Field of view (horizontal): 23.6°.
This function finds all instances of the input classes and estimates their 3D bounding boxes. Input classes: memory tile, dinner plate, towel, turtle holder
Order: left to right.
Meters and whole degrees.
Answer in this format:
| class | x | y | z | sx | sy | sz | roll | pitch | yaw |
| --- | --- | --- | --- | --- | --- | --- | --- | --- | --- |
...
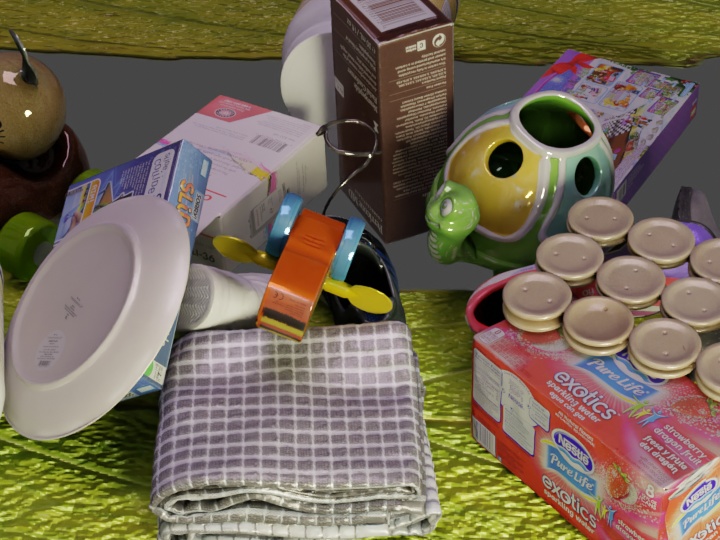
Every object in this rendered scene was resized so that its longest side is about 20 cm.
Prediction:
| class | x | y | z | sx | sy | sz | roll | pitch | yaw |
| --- | --- | --- | --- | --- | --- | --- | --- | --- | --- |
| dinner plate | -0.203 | 0.028 | 1.255 | 0.200 | 0.024 | 0.201 | -27 | 46 | 32 |
| towel | -0.047 | 0.115 | 1.222 | 0.199 | 0.086 | 0.166 | -3 | 38 | -1 |
| turtle holder | 0.119 | -0.073 | 1.385 | 0.185 | 0.132 | 0.141 | -2 | 50 | -23 |
| memory tile | 0.214 | 0.018 | 1.221 | 0.199 | 0.017 | 0.153 | 21 | 46 | 24 |

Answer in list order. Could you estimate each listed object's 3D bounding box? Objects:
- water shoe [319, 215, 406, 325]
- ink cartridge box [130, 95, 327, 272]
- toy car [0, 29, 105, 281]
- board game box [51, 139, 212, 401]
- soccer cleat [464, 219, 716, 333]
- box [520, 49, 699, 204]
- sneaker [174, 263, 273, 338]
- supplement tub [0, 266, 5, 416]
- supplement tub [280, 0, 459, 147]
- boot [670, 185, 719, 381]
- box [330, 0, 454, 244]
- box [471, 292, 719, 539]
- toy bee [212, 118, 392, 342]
| class | x | y | z | sx | sy | sz | roll | pitch | yaw |
| --- | --- | --- | --- | --- | --- | --- | --- | --- | --- |
| water shoe | 0.000 | 0.000 | 1.374 | 0.071 | 0.079 | 0.200 | -10 | 38 | -11 |
| ink cartridge box | -0.130 | -0.066 | 1.476 | 0.116 | 0.068 | 0.200 | 20 | 41 | 26 |
| toy car | -0.305 | -0.122 | 1.447 | 0.164 | 0.201 | 0.158 | 24 | 44 | 30 |
| board game box | -0.187 | 0.008 | 1.300 | 0.135 | 0.034 | 0.201 | -17 | 51 | 38 |
| soccer cleat | 0.174 | 0.013 | 1.304 | 0.199 | 0.069 | 0.073 | -16 | 0 | 21 |
| box | 0.207 | -0.125 | 1.560 | 0.136 | 0.039 | 0.200 | 19 | 42 | 25 |
| sneaker | -0.134 | 0.031 | 1.359 | 0.115 | 0.074 | 0.199 | 12 | -5 | -42 |
| supplement tub | -0.334 | 0.060 | 1.258 | 0.144 | 0.146 | 0.200 | -7 | 38 | -7 |
| supplement tub | 0.008 | -0.218 | 1.604 | 0.145 | 0.146 | 0.200 | 6 | 38 | 11 |
| boot | 0.314 | 0.016 | 1.361 | 0.131 | 0.070 | 0.201 | 1 | 48 | -1 |
| box | 0.027 | -0.135 | 1.450 | 0.075 | 0.201 | 0.100 | -19 | 40 | -18 |
| box | 0.173 | 0.114 | 1.200 | 0.095 | 0.100 | 0.200 | -25 | 42 | -26 |
| toy bee | -0.031 | -0.005 | 1.266 | 0.131 | 0.109 | 0.200 | 35 | 45 | 16 |
